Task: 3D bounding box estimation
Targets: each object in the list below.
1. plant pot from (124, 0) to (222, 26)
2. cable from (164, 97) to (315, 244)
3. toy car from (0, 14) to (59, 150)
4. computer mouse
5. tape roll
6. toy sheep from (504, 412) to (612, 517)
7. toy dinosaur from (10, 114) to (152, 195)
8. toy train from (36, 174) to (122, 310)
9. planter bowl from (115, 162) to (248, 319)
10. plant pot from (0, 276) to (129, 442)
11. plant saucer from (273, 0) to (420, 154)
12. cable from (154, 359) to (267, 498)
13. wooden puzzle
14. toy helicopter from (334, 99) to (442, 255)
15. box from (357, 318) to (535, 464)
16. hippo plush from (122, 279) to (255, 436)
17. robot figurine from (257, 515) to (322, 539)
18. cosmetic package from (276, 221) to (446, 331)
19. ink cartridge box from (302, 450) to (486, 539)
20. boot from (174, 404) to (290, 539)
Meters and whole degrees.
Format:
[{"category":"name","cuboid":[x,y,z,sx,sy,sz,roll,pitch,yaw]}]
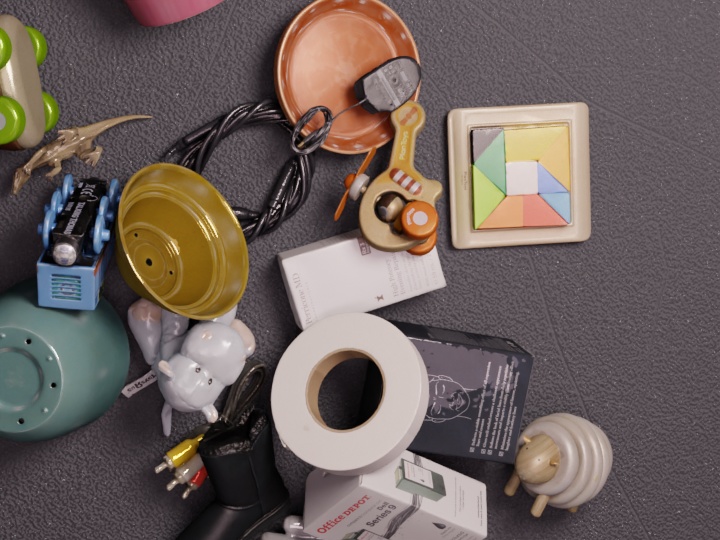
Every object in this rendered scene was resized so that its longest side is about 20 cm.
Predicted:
[{"category":"plant pot","cuboid":[-0.237,-0.398,1.483,0.199,0.200,0.180,-23,117,-6]},{"category":"cable","cuboid":[-0.139,-0.127,1.600,0.199,0.051,0.164,-29,102,-5]},{"category":"toy car","cuboid":[-0.482,-0.211,1.484,0.198,0.164,0.159,-8,100,4]},{"category":"computer mouse","cuboid":[-0.008,-0.206,1.573,0.199,0.034,0.059,-32,104,-11]},{"category":"tape roll","cuboid":[-0.014,0.152,1.551,0.201,0.037,0.205,-7,69,19]},{"category":"toy sheep","cuboid":[0.273,0.258,1.686,0.199,0.137,0.139,3,100,-52]},{"category":"toy dinosaur","cuboid":[-0.350,-0.158,1.535,0.199,0.101,0.059,-30,112,-7]},{"category":"toy train","cuboid":[-0.338,-0.038,1.511,0.086,0.200,0.115,6,117,-4]},{"category":"planter bowl","cuboid":[-0.237,-0.022,1.528,0.083,0.201,0.201,-26,105,37]},{"category":"plant pot","cuboid":[-0.395,0.115,1.514,0.199,0.161,0.203,0,96,3]},{"category":"plant saucer","cuboid":[-0.018,-0.250,1.594,0.199,0.032,0.202,-3,97,-24]},{"category":"cable","cuboid":[-0.179,0.212,1.635,0.200,0.050,0.097,-44,135,-10]},{"category":"wooden puzzle","cuboid":[0.214,-0.126,1.667,0.198,0.037,0.187,-4,98,-9]},{"category":"toy helicopter","cuboid":[0.040,-0.121,1.577,0.131,0.079,0.202,7,73,4]},{"category":"box","cuboid":[0.110,0.158,1.654,0.198,0.107,0.150,10,97,-11]},{"category":"hippo plush","cuboid":[-0.224,0.104,1.561,0.200,0.161,0.159,-44,103,-1]},{"category":"robot figurine","cuboid":[-0.077,0.409,1.654,0.198,0.113,0.171,8,94,-11]},{"category":"cosmetic package","cuboid":[0.000,0.000,1.631,0.198,0.074,0.103,-19,100,-8]},{"category":"ink cartridge box","cuboid":[0.043,0.308,1.625,0.199,0.085,0.146,25,133,-22]},{"category":"boot","cuboid":[-0.183,0.282,1.590,0.199,0.076,0.169,-34,131,-25]}]
